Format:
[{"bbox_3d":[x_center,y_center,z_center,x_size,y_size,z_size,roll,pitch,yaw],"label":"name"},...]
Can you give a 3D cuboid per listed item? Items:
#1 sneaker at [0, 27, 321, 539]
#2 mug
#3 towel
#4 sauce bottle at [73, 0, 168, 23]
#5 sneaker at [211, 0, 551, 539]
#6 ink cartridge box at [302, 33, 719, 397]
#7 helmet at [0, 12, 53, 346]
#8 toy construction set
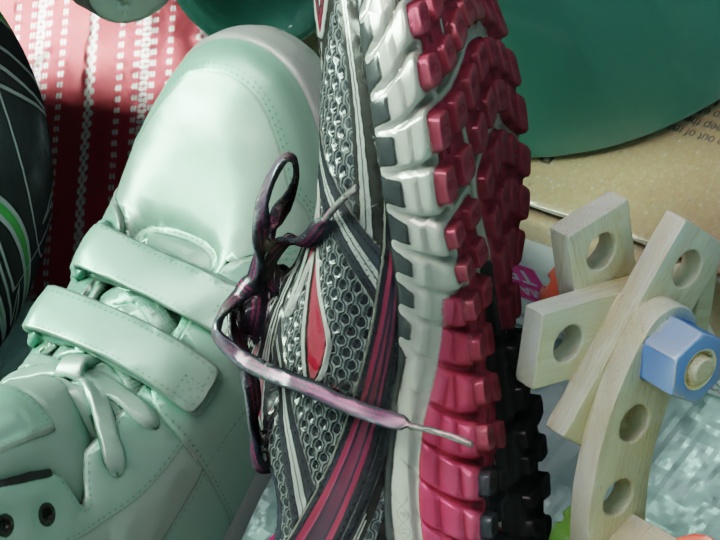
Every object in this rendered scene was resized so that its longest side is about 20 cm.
[{"bbox_3d":[-0.068,0.026,0.712,0.074,0.118,0.201,18,92,30],"label":"sneaker"},{"bbox_3d":[0.037,-0.116,0.743,0.185,0.114,0.152,-36,43,-3],"label":"mug"},{"bbox_3d":[-0.111,-0.058,0.920,0.200,0.022,0.145,-5,74,27],"label":"towel"},{"bbox_3d":[-0.124,-0.134,0.803,0.065,0.065,0.200,-45,56,-14],"label":"sauce bottle"},{"bbox_3d":[0.000,0.000,0.669,0.075,0.200,0.081,0,9,17],"label":"sneaker"},{"bbox_3d":[0.090,-0.059,0.799,0.200,0.075,0.165,21,65,40],"label":"ink cartridge box"},{"bbox_3d":[-0.187,-0.028,0.825,0.190,0.200,0.200,21,63,26],"label":"helmet"},{"bbox_3d":[0.095,0.074,0.634,0.092,0.131,0.200,-35,43,-4],"label":"toy construction set"}]
